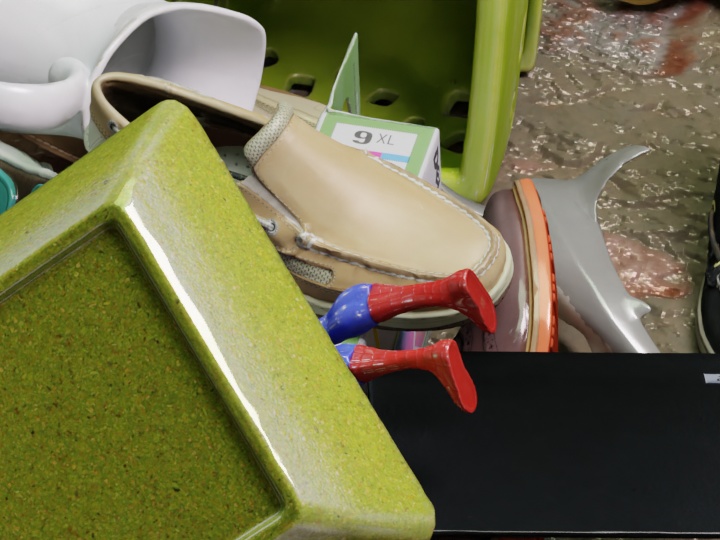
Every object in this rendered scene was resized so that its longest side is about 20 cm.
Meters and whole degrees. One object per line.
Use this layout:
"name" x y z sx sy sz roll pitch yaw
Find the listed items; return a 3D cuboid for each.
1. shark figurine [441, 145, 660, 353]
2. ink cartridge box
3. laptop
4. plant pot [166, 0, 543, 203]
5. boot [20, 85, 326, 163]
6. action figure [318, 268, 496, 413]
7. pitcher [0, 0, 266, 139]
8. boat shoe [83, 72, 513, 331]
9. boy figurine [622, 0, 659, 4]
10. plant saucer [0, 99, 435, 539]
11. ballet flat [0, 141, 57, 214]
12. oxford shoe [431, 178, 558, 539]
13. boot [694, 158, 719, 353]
"shark figurine" 0.115 -0.010 1.296 0.090 0.128 0.215 -46 37 7
"ink cartridge box" 0.000 0.000 1.274 0.059 0.104 0.201 9 48 12
"laptop" 0.090 0.133 1.128 0.176 0.201 0.103 0 -2 -2
"plant pot" 0.003 -0.171 1.473 0.198 0.201 0.182 12 29 14
"boot" -0.103 -0.044 1.381 0.199 0.073 0.156 18 31 11
"action figure" -0.037 0.058 1.144 0.199 0.099 0.065 -5 42 24
"pitcher" -0.170 -0.115 1.313 0.200 0.122 0.171 29 22 32
"boat shoe" -0.031 -0.034 1.185 0.199 0.076 0.072 16 50 19
"boy figurine" 0.227 -0.196 1.625 0.199 0.065 0.125 -9 40 -20
"plant saucer" -0.104 0.069 1.081 0.201 0.199 0.048 58 14 7
"ballet flat" -0.135 -0.013 1.276 0.069 0.070 0.200 -13 25 -19
"oxford shoe" 0.047 0.051 1.215 0.072 0.071 0.201 3 64 7
"boot" 0.203 -0.047 1.339 0.073 0.154 0.204 6 36 5
